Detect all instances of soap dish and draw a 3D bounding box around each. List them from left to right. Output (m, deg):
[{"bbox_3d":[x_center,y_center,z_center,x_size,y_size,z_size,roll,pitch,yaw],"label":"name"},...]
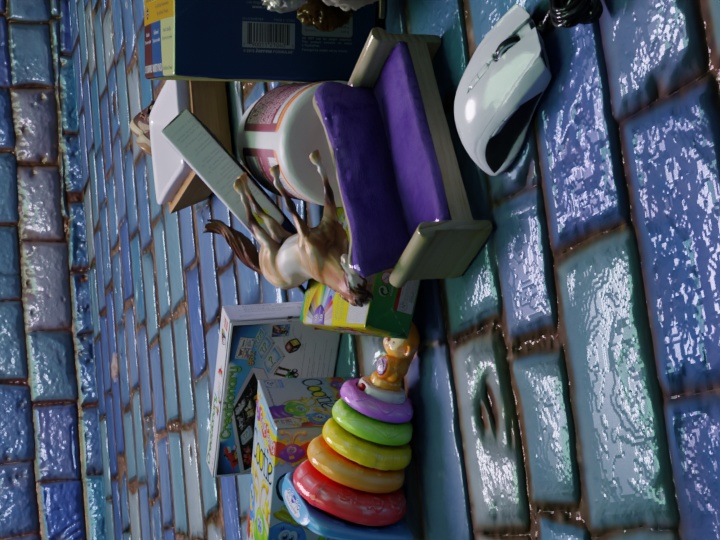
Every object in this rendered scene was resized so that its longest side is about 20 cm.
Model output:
[{"bbox_3d":[-0.239,-0.185,1.739,0.200,0.080,0.159,142,123,-66],"label":"soap dish"}]

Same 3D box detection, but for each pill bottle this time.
[{"bbox_3d":[-0.050,-0.124,1.195,0.200,0.113,0.116,-160,69,-69],"label":"pill bottle"}]

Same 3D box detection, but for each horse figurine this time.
[{"bbox_3d":[-0.062,-0.029,1.098,0.199,0.050,0.134,-10,107,53],"label":"horse figurine"}]

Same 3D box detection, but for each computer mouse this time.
[{"bbox_3d":[0.105,-0.146,0.881,0.201,0.043,0.110,111,148,-46],"label":"computer mouse"}]

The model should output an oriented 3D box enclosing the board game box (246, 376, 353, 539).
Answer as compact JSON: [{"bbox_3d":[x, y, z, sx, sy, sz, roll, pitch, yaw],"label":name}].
[{"bbox_3d":[-0.054,0.221,1.248,0.105,0.102,0.202,-124,37,-63],"label":"board game box"}]

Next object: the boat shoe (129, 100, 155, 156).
[{"bbox_3d":[-0.329,-0.238,2.017,0.072,0.072,0.200,-55,18,9],"label":"boat shoe"}]

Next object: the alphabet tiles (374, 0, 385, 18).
[{"bbox_3d":[-0.012,-0.307,1.227,0.200,0.007,0.169,-144,55,-65],"label":"alphabet tiles"}]

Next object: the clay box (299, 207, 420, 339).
[{"bbox_3d":[0.000,0.000,1.137,0.200,0.047,0.116,178,106,-71],"label":"clay box"}]

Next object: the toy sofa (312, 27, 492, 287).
[{"bbox_3d":[0.030,-0.094,1.011,0.083,0.096,0.202,121,142,-56],"label":"toy sofa"}]

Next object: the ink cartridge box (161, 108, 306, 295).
[{"bbox_3d":[-0.108,-0.063,1.264,0.200,0.047,0.198,47,178,6],"label":"ink cartridge box"}]

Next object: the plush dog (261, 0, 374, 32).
[{"bbox_3d":[0.010,-0.281,1.038,0.201,0.159,0.172,-61,11,5],"label":"plush dog"}]

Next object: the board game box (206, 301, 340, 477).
[{"bbox_3d":[-0.093,0.128,1.323,0.035,0.125,0.202,-125,38,-53],"label":"board game box"}]

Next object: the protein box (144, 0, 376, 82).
[{"bbox_3d":[-0.097,-0.282,1.167,0.135,0.196,0.203,-163,72,-68],"label":"protein box"}]

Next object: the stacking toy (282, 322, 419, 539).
[{"bbox_3d":[0.011,0.139,1.115,0.116,0.109,0.202,44,118,63],"label":"stacking toy"}]
